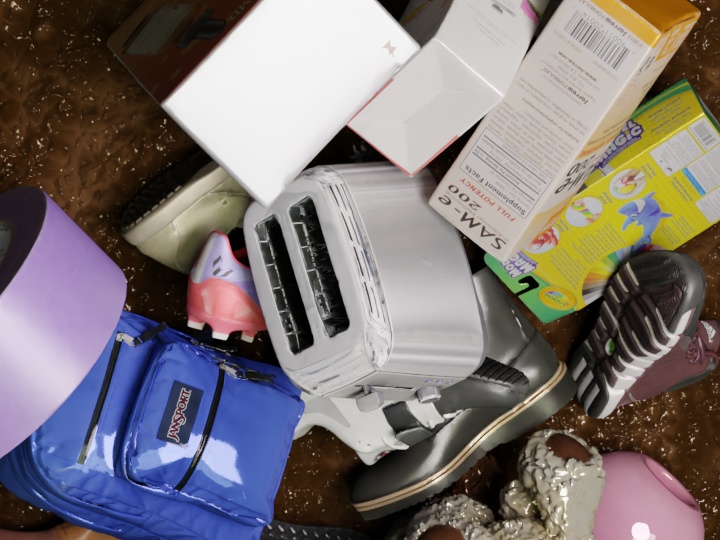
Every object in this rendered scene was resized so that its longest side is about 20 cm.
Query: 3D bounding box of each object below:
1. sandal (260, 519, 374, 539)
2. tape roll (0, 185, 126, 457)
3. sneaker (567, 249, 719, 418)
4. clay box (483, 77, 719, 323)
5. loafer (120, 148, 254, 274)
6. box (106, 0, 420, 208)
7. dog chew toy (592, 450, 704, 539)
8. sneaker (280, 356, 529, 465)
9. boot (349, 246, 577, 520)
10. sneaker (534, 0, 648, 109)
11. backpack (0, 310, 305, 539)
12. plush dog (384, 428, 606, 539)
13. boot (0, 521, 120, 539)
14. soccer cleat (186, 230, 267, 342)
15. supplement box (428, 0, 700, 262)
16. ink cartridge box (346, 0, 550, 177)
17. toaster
[{"bbox_3d":[-0.052,0.232,1.779,0.199,0.045,0.076,21,64,-24],"label":"sandal"},{"bbox_3d":[-0.262,0.043,1.567,0.200,0.200,0.085,-43,115,0],"label":"tape roll"},{"bbox_3d":[0.246,0.040,1.768,0.115,0.076,0.200,-10,154,-26],"label":"sneaker"},{"bbox_3d":[0.193,-0.049,1.727,0.199,0.048,0.115,-32,136,14],"label":"clay box"},{"bbox_3d":[-0.082,-0.070,1.658,0.199,0.076,0.068,-35,117,7],"label":"loafer"},{"bbox_3d":[-0.072,-0.156,1.558,0.152,0.200,0.106,-46,114,0],"label":"box"},{"bbox_3d":[0.183,0.242,1.826,0.124,0.125,0.200,36,103,-25],"label":"dog chew toy"},{"bbox_3d":[0.032,0.102,1.704,0.199,0.074,0.089,3,96,22],"label":"sneaker"},{"bbox_3d":[0.051,0.088,1.763,0.199,0.077,0.139,-35,104,-8],"label":"boot"},{"bbox_3d":[0.178,-0.147,1.700,0.075,0.092,0.201,-32,115,-6],"label":"sneaker"},{"bbox_3d":[-0.152,0.109,1.639,0.199,0.168,0.164,23,67,-19],"label":"backpack"},{"bbox_3d":[0.090,0.223,1.750,0.200,0.171,0.161,-34,115,-32],"label":"plush dog"},{"bbox_3d":[-0.230,0.196,1.704,0.199,0.068,0.189,-23,109,-12],"label":"boot"},{"bbox_3d":[-0.045,0.014,1.670,0.199,0.067,0.077,3,104,-45],"label":"soccer cleat"},{"bbox_3d":[0.144,-0.114,1.594,0.073,0.126,0.201,38,114,9],"label":"supplement box"},{"bbox_3d":[0.074,-0.174,1.596,0.067,0.201,0.116,38,136,-12],"label":"ink cartridge box"},{"bbox_3d":[0.000,0.000,1.600,0.129,0.113,0.201,-2,73,-51],"label":"toaster"}]
